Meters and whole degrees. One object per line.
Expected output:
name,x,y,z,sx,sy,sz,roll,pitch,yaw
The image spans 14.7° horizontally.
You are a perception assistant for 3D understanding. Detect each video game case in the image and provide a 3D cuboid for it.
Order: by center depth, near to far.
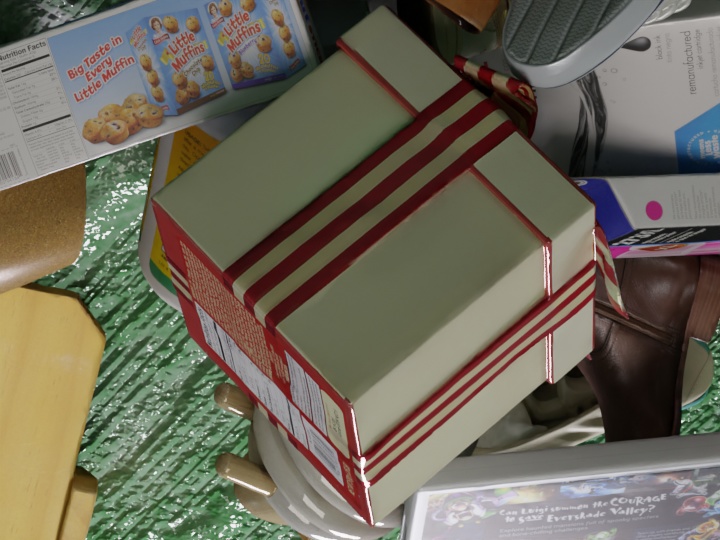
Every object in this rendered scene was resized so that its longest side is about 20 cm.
video game case,0.119,0.157,1.618,0.199,0.023,0.182,-5,145,-9

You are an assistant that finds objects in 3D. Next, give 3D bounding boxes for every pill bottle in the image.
pill bottle,-0.056,-0.073,1.545,0.112,0.113,0.201,8,131,-8

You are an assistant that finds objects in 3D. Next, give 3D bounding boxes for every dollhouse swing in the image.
dollhouse swing,-0.261,0.085,1.734,0.199,0.182,0.177,11,89,-11

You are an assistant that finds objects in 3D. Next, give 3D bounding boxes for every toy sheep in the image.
toy sheep,0.000,0.088,1.609,0.138,0.138,0.200,34,131,-27

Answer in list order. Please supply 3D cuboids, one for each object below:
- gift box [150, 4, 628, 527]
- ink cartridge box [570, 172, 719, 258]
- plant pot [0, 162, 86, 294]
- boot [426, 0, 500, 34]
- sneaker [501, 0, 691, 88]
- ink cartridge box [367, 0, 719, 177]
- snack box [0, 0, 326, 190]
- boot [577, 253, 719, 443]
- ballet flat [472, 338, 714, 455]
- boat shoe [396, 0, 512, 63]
gift box,0.029,0.006,1.433,0.187,0.200,0.185,-40,161,-15
ink cartridge box,0.176,-0.032,1.568,0.199,0.037,0.095,0,170,-25
plant pot,-0.259,-0.046,1.545,0.199,0.187,0.187,-3,135,-18
boot,0.050,-0.243,1.366,0.200,0.068,0.188,-52,132,-1
sneaker,0.148,-0.156,1.432,0.073,0.200,0.071,24,153,37
ink cartridge box,0.109,-0.105,1.547,0.199,0.068,0.116,-7,132,7
snack box,-0.120,-0.103,1.454,0.199,0.024,0.072,-17,98,14
boot,0.098,0.043,1.638,0.199,0.064,0.187,18,93,-12
ballet flat,0.119,0.078,1.714,0.199,0.070,0.070,-25,129,6
boat shoe,0.052,-0.207,1.446,0.066,0.074,0.201,-11,119,-18
